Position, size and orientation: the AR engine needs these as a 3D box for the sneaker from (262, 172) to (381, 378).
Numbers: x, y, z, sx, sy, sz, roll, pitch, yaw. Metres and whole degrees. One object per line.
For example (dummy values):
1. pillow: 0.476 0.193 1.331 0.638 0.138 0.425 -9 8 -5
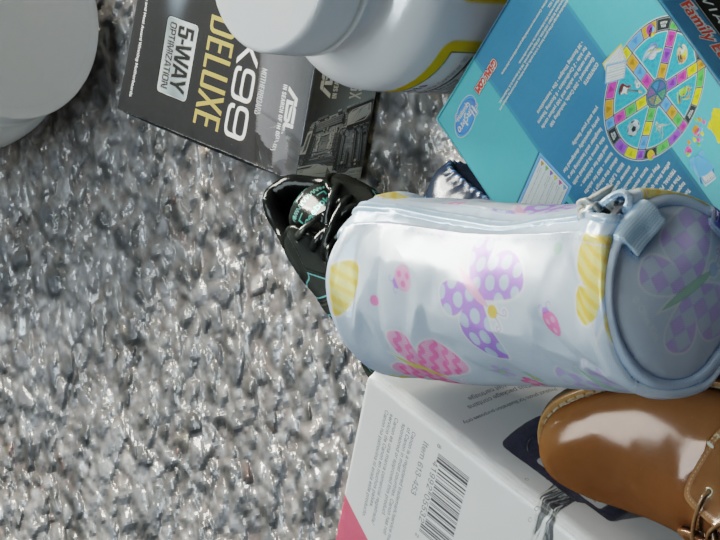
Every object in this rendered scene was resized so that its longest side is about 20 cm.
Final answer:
1. sneaker: 0.000 0.000 1.448 0.075 0.079 0.200 -48 19 -4

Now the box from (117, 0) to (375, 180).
1. box: -0.049 -0.161 1.580 0.158 0.050 0.200 24 109 46

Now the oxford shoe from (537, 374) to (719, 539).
1. oxford shoe: 0.153 0.091 1.214 0.200 0.071 0.071 12 126 30

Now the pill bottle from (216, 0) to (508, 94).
1. pill bottle: 0.034 -0.137 1.372 0.111 0.200 0.112 1 91 48

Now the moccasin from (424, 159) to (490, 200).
1. moccasin: 0.118 -0.007 1.386 0.200 0.080 0.068 33 111 28

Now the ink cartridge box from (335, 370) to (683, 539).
1. ink cartridge box: 0.085 0.143 1.335 0.200 0.084 0.145 37 130 36

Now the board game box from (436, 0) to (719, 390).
1. board game box: 0.128 -0.044 1.277 0.200 0.047 0.151 58 139 26

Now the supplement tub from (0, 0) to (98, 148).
1. supplement tub: -0.261 -0.133 1.750 0.200 0.145 0.146 -11 83 49

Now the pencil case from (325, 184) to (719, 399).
1. pencil case: 0.070 0.007 1.250 0.200 0.091 0.083 0 56 55
